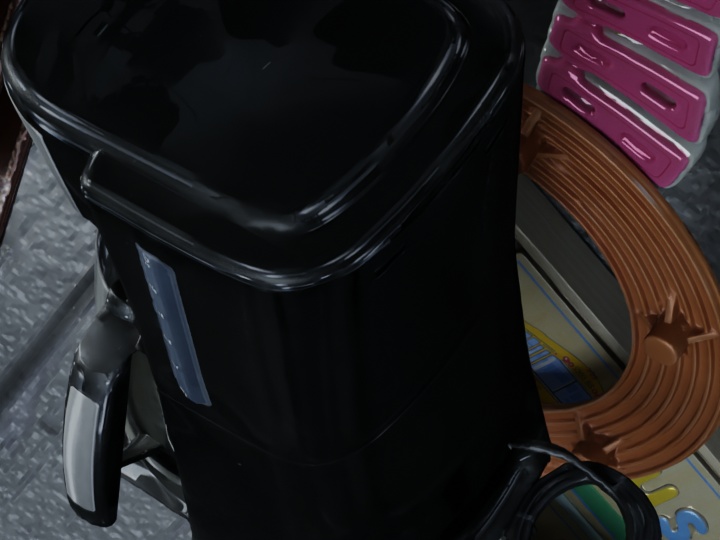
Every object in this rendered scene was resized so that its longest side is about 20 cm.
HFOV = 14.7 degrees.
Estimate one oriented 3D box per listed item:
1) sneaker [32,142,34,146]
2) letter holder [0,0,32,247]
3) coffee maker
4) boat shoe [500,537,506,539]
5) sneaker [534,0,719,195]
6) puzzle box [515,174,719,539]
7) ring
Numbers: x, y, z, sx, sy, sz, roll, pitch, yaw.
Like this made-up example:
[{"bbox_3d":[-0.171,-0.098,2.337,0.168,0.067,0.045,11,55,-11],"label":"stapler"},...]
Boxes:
[{"bbox_3d":[-0.105,-0.102,0.941,0.077,0.078,0.200,46,131,-4],"label":"sneaker"},{"bbox_3d":[-0.201,-0.074,0.835,0.200,0.101,0.142,23,110,8],"label":"letter holder"},{"bbox_3d":[0.000,0.000,0.818,0.192,0.135,0.200,9,149,10],"label":"coffee maker"},{"bbox_3d":[0.057,0.109,1.008,0.200,0.067,0.057,43,87,-9],"label":"boat shoe"},{"bbox_3d":[0.105,-0.114,0.817,0.074,0.087,0.200,27,142,11],"label":"sneaker"},{"bbox_3d":[0.049,0.044,1.010,0.133,0.025,0.200,-31,108,38],"label":"puzzle box"},{"bbox_3d":[0.030,0.003,0.925,0.200,0.019,0.201,25,146,19],"label":"ring"}]
